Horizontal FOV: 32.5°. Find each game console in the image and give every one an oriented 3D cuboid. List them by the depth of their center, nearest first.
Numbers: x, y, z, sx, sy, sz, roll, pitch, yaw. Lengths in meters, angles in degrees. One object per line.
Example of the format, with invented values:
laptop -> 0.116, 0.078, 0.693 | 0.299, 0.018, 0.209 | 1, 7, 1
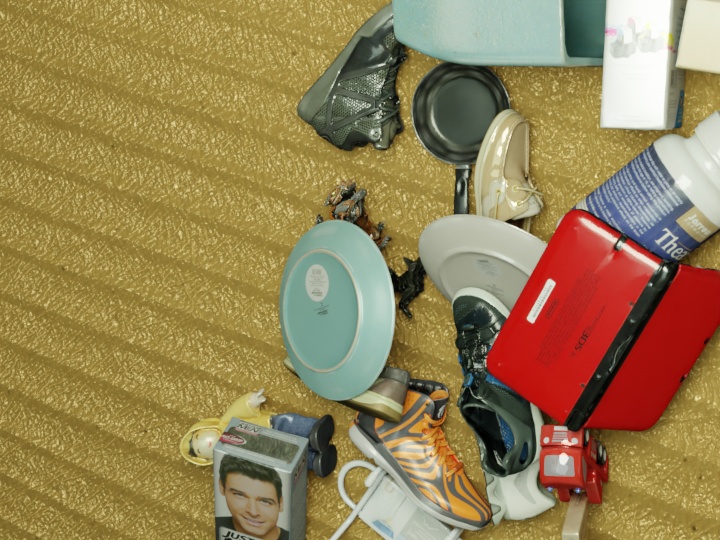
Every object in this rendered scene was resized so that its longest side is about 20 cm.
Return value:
game console -> 0.253, 0.053, 1.244 | 0.172, 0.119, 0.201 | 34, 115, 19

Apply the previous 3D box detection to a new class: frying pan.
frying pan -> 0.126, -0.139, 1.364 | 0.114, 0.031, 0.191 | -22, 93, 24

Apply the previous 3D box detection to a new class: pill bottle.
pill bottle -> 0.307, -0.066, 1.254 | 0.200, 0.111, 0.111 | -40, 82, 23

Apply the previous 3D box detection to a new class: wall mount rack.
wall mount rack -> 0.027, 0.326, 1.452 | 0.200, 0.074, 0.174 | 38, 110, 14

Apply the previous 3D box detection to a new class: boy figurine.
boy figurine -> -0.129, 0.203, 1.506 | 0.199, 0.064, 0.125 | 1, 105, 20

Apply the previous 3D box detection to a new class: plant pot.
plant pot -> 0.140, -0.299, 1.253 | 0.199, 0.196, 0.197 | 0, 98, 28

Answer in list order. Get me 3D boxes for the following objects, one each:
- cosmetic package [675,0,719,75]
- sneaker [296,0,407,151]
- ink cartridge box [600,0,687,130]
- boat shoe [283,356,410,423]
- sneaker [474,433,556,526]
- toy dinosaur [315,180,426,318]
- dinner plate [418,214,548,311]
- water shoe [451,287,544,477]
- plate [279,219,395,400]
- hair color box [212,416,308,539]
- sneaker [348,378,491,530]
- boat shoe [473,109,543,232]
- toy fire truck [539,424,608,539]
cosmetic package -> 0.415, -0.214, 1.192 | 0.199, 0.105, 0.072 | 13, 103, 22
sneaker -> 0.026, -0.210, 1.374 | 0.114, 0.076, 0.200 | 45, 115, 9
ink cartridge box -> 0.287, -0.243, 1.235 | 0.067, 0.115, 0.201 | 5, 99, 22
boat shoe -> -0.012, 0.121, 1.423 | 0.199, 0.073, 0.065 | 19, 74, 47
sneaker -> 0.170, 0.177, 1.379 | 0.088, 0.074, 0.201 | -13, 95, 10
toy dinosaur -> 0.000, 0.000, 1.420 | 0.135, 0.102, 0.201 | 22, 141, 33
dinner plate -> 0.148, 0.016, 1.311 | 0.199, 0.024, 0.201 | 23, 148, 15
water shoe -> 0.136, 0.116, 1.293 | 0.071, 0.079, 0.201 | -23, 87, 43
plate -> -0.036, 0.044, 1.367 | 0.200, 0.025, 0.202 | 2, 93, 50
hair color box -> -0.118, 0.277, 1.468 | 0.098, 0.061, 0.201 | 14, 127, 14
sneaker -> 0.084, 0.200, 1.407 | 0.200, 0.078, 0.112 | 38, 111, 14
boat shoe -> 0.164, -0.070, 1.330 | 0.069, 0.074, 0.201 | 22, 116, 37
toy fire truck -> 0.231, 0.252, 1.317 | 0.048, 0.200, 0.142 | -2, 69, 22
